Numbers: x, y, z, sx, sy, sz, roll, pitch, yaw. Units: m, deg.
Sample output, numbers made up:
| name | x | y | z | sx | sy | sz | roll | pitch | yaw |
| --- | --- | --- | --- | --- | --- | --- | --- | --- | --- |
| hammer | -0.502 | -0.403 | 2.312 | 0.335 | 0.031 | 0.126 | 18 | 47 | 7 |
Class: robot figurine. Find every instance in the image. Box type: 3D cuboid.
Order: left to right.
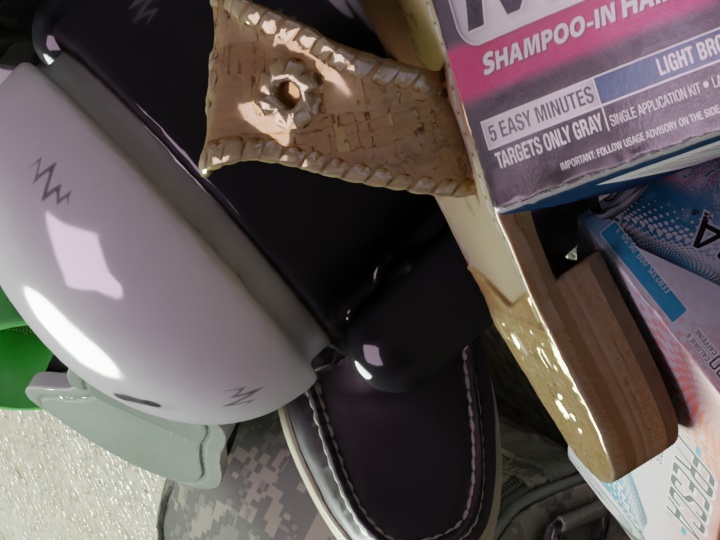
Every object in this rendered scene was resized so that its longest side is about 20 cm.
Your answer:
| name | x | y | z | sx | sy | sz | roll | pitch | yaw |
| --- | --- | --- | --- | --- | --- | --- | --- | --- | --- |
| robot figurine | -0.013 | -0.048 | 0.771 | 0.125 | 0.200 | 0.150 | 48 | 175 | -16 |

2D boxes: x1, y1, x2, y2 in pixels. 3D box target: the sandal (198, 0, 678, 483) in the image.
| name | x | y | z | sx | sy | sz | roll | pitch | yaw |
| --- | --- | --- | --- | --- | --- | --- | --- | --- | --- |
| sandal | -0.003 | -0.032 | 0.670 | 0.213 | 0.069 | 0.078 | 60 | 171 | -8 |

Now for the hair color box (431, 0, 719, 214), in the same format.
| name | x | y | z | sx | sy | sz | roll | pitch | yaw |
| --- | --- | --- | --- | --- | --- | --- | --- | --- | --- |
| hair color box | 0.052 | -0.123 | 0.615 | 0.100 | 0.060 | 0.201 | -20 | 85 | 42 |

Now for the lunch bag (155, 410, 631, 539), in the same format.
| name | x | y | z | sx | sy | sz | roll | pitch | yaw |
| --- | --- | --- | --- | --- | --- | --- | --- | --- | --- |
| lunch bag | 0.017 | 0.113 | 1.004 | 0.200 | 0.139 | 0.169 | 28 | 123 | 50 |

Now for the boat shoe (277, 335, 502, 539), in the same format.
| name | x | y | z | sx | sy | sz | roll | pitch | yaw |
| --- | --- | --- | --- | --- | --- | --- | --- | --- | --- |
| boat shoe | 0.000 | 0.000 | 0.903 | 0.065 | 0.071 | 0.201 | 73 | -172 | -69 |

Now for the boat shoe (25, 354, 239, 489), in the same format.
| name | x | y | z | sx | sy | sz | roll | pitch | yaw |
| --- | --- | --- | --- | --- | --- | --- | --- | --- | --- |
| boat shoe | -0.062 | 0.027 | 0.919 | 0.075 | 0.061 | 0.200 | 27 | 167 | -10 |

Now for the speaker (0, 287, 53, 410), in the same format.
| name | x | y | z | sx | sy | sz | roll | pitch | yaw |
| --- | --- | --- | --- | --- | --- | --- | --- | --- | --- |
| speaker | -0.126 | -0.054 | 1.048 | 0.089 | 0.088 | 0.201 | 105 | 161 | -60 |

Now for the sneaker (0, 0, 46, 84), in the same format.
| name | x | y | z | sx | sy | sz | roll | pitch | yaw |
| --- | --- | --- | --- | --- | --- | --- | --- | --- | --- |
| sneaker | -0.073 | -0.045 | 0.913 | 0.199 | 0.073 | 0.082 | 9 | 121 | 41 |

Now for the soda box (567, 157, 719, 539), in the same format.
| name | x | y | z | sx | sy | sz | roll | pitch | yaw |
| --- | --- | --- | --- | --- | --- | --- | --- | --- | --- |
| soda box | 0.099 | 0.029 | 0.749 | 0.069 | 0.063 | 0.200 | 52 | 170 | 19 |
